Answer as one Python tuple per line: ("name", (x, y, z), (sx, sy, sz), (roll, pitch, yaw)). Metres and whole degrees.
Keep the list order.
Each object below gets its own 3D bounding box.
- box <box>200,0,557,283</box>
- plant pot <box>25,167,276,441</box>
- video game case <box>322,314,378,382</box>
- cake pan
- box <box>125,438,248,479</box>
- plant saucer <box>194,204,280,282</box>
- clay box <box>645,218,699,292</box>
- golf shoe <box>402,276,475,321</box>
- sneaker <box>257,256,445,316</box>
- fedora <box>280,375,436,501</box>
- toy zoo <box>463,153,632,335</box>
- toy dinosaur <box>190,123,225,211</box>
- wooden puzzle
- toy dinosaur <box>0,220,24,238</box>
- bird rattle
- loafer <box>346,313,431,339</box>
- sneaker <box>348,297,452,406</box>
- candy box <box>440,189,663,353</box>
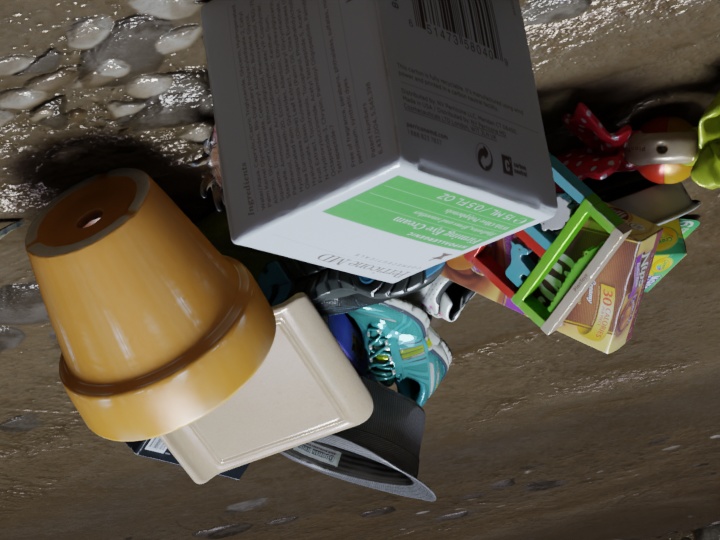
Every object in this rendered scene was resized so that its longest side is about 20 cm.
("box", (0.013, -0.120, 1.383), (0.171, 0.201, 0.198), (-22, 157, 36))
("plant pot", (-0.202, 0.017, 1.647), (0.199, 0.201, 0.184), (-16, 122, 19))
("video game case", (-0.091, 0.087, 1.948), (0.180, 0.046, 0.200), (-5, 154, 14))
("cake pan", (0.231, -0.051, 1.794), (0.199, 0.037, 0.200), (-18, -176, 1))
("box", (-0.214, 0.152, 2.073), (0.079, 0.141, 0.200), (-56, 147, 6))
("plant saucer", (-0.073, -0.034, 1.791), (0.199, 0.048, 0.199), (10, 152, -41))
("clay box", (0.263, -0.012, 1.995), (0.199, 0.048, 0.115), (-3, 159, -15))
("golf shoe", (0.068, 0.014, 1.920), (0.072, 0.093, 0.200), (5, 157, -35))
("sneaker", (0.000, 0.000, 1.759), (0.199, 0.074, 0.082), (-10, 168, 31))
("fedora", (0.000, 0.166, 1.935), (0.199, 0.091, 0.177), (8, 159, 36))
("toy zoo", (0.133, -0.056, 1.651), (0.020, 0.200, 0.131), (-26, 154, -52))
("toy dinosaur", (-0.091, -0.112, 1.537), (0.135, 0.086, 0.200), (-4, 154, 6))
("wooden puzzle", (-0.109, 0.113, 1.789), (0.199, 0.037, 0.185), (-23, 132, 9))
("toy dinosaur", (-0.409, -0.028, 1.671), (0.199, 0.048, 0.088), (8, 147, -46))
("bird rattle", (0.274, -0.105, 1.694), (0.199, 0.113, 0.163), (-11, 176, 12))
("loafer", (-0.020, 0.066, 2.030), (0.199, 0.072, 0.063), (-2, 130, 2))
("sneaker", (0.035, 0.078, 1.913), (0.077, 0.080, 0.200), (14, 157, 38))
("candy box", (0.167, -0.020, 1.688), (0.199, 0.117, 0.056), (25, -153, 25))
